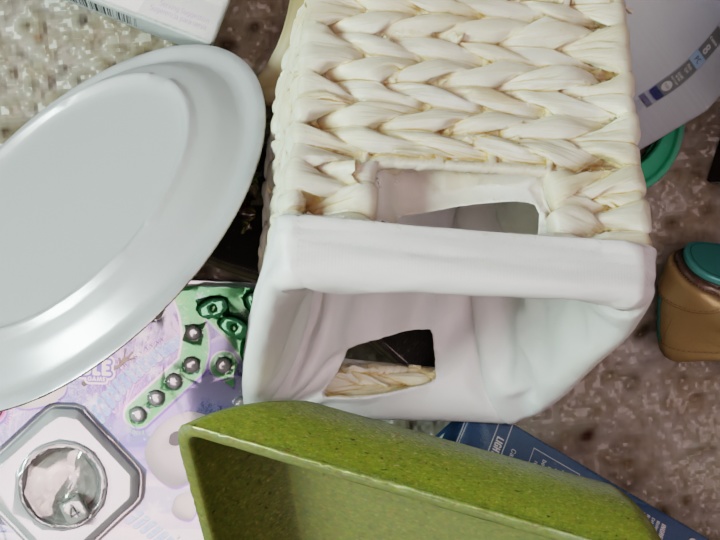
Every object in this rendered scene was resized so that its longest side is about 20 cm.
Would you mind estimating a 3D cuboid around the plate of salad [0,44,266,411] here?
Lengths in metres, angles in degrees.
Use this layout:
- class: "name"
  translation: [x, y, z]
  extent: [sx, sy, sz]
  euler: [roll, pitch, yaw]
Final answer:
- class: "plate of salad"
  translation: [-0.118, -0.016, 0.725]
  extent: [0.200, 0.200, 0.048]
  euler: [-43, 126, -3]

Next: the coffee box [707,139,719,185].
- class: "coffee box"
  translation: [0.282, -0.050, 0.794]
  extent: [0.200, 0.113, 0.080]
  euler: [17, 91, -7]

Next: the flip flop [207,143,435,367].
- class: "flip flop"
  translation: [0.000, 0.000, 0.796]
  extent: [0.200, 0.058, 0.081]
  euler: [23, 78, 9]

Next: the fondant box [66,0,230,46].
- class: "fondant box"
  translation: [-0.102, -0.219, 0.772]
  extent: [0.144, 0.058, 0.200]
  euler: [20, 89, -7]

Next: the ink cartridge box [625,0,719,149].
- class: "ink cartridge box"
  translation: [0.131, -0.138, 0.709]
  extent: [0.200, 0.047, 0.160]
  euler: [-30, 133, 19]

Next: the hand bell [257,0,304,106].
- class: "hand bell"
  translation: [0.000, -0.175, 0.752]
  extent: [0.104, 0.104, 0.200]
  euler: [0, 98, -6]

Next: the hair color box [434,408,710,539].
- class: "hair color box"
  translation: [0.107, 0.150, 0.783]
  extent: [0.200, 0.100, 0.061]
  euler: [30, 56, -7]

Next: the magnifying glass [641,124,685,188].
- class: "magnifying glass"
  translation: [0.099, -0.131, 0.815]
  extent: [0.079, 0.022, 0.200]
  euler: [-21, 93, -8]

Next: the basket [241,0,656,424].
- class: "basket"
  translation: [0.025, -0.021, 0.661]
  extent: [0.135, 0.200, 0.124]
  euler: [3, 72, -7]

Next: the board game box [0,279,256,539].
- class: "board game box"
  translation: [-0.142, 0.102, 0.797]
  extent: [0.200, 0.026, 0.200]
  euler: [2, 92, -6]

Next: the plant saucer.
- class: "plant saucer"
  translation: [0.034, 0.130, 0.709]
  extent: [0.199, 0.200, 0.048]
  euler: [14, 52, 16]

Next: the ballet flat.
- class: "ballet flat"
  translation: [0.240, 0.027, 0.827]
  extent: [0.200, 0.069, 0.063]
  euler: [8, 119, -4]
